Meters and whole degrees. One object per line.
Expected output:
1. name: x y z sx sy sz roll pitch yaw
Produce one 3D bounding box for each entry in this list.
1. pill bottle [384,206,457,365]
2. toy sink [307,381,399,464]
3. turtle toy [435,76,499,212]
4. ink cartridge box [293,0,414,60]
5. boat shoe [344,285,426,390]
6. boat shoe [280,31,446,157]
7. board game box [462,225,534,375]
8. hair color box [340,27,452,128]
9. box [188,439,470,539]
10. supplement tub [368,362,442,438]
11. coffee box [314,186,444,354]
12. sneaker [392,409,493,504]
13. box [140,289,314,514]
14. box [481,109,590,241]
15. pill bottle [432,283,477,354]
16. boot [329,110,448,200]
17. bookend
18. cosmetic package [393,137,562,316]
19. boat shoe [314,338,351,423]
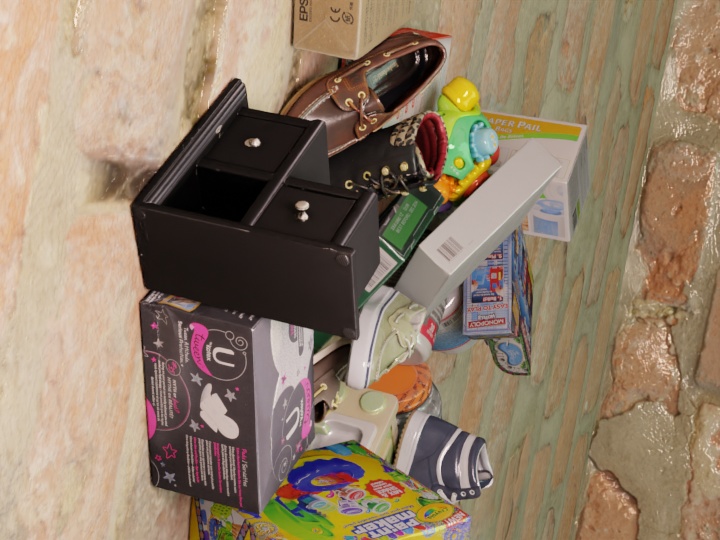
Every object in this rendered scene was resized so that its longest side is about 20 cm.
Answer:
1. pill bottle: 0.057 0.000 1.890 0.111 0.110 0.201 64 43 -62
2. toy sink: -0.026 0.201 1.776 0.201 0.111 0.131 81 28 -48
3. turtle toy: 0.098 -0.123 1.793 0.146 0.101 0.200 -46 172 1
4. ink cartridge box: 0.000 -0.326 1.571 0.165 0.074 0.202 -47 144 -59
5. boat shoe: 0.028 0.066 1.666 0.200 0.061 0.073 -63 166 -65
6. boat shoe: 0.000 -0.169 1.579 0.200 0.070 0.071 -43 120 -21
7. board game box: 0.166 0.030 1.965 0.201 0.061 0.201 71 20 -46
8. hair color box: 0.038 -0.209 1.777 0.200 0.061 0.102 -27 128 -68
9. box: -0.033 0.273 1.564 0.199 0.192 0.123 -9 115 -38
10. supplement tub: 0.039 0.201 1.948 0.123 0.122 0.201 -56 153 -47
11. coffee box: 0.000 0.000 1.674 0.200 0.044 0.123 -47 -174 42
12. sneaker: 0.085 0.266 1.822 0.070 0.108 0.202 -27 130 -70
13. box: -0.113 0.093 1.449 0.132 0.114 0.201 -51 148 -53
14. box: 0.178 -0.124 2.026 0.113 0.198 0.102 78 29 -49
15. pill bottle: 0.098 0.040 2.040 0.200 0.108 0.110 53 52 -66
16. boot: -0.005 -0.073 1.581 0.074 0.153 0.204 50 44 -31
17. bookend: -0.059 -0.057 1.379 0.199 0.198 0.093 -57 153 -44
18. cosmetic package: 0.123 -0.039 1.781 0.200 0.052 0.151 -43 169 -27
19. boat shoe: -0.059 0.132 1.642 0.200 0.060 0.072 -34 169 -48
